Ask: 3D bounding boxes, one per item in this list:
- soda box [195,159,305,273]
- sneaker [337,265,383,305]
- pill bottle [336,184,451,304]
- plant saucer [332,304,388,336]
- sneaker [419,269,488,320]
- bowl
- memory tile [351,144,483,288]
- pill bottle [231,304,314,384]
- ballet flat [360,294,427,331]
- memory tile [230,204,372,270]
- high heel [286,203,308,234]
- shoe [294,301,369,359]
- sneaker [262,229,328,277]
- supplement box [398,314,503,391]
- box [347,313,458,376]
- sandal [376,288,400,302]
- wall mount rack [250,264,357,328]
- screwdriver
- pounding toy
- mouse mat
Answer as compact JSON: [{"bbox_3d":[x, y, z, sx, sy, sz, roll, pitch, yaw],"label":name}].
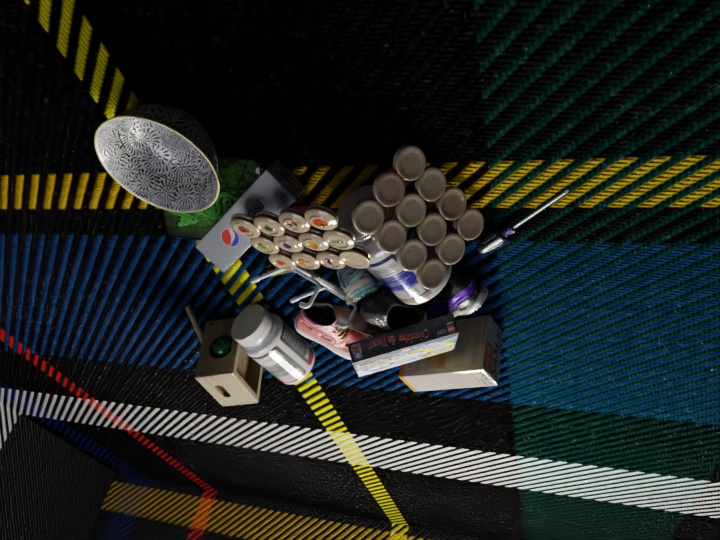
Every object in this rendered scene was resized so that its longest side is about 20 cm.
[{"bbox_3d":[-0.185,-0.089,0.980,0.068,0.064,0.200,43,116,-11],"label":"soda box"},{"bbox_3d":[0.000,0.000,1.062,0.077,0.087,0.200,-24,-179,5],"label":"sneaker"},{"bbox_3d":[0.053,-0.044,0.976,0.119,0.121,0.200,-16,135,38],"label":"pill bottle"},{"bbox_3d":[0.030,0.120,1.211,0.198,0.037,0.200,20,174,2],"label":"plant saucer"},{"bbox_3d":[0.145,0.053,1.131,0.099,0.070,0.200,36,139,-15],"label":"sneaker"},{"bbox_3d":[-0.303,-0.194,0.928,0.198,0.095,0.202,11,146,7],"label":"bowl"},{"bbox_3d":[0.091,-0.078,0.895,0.200,0.154,0.017,39,177,-27],"label":"memory tile"},{"bbox_3d":[-0.206,0.174,1.391,0.113,0.115,0.200,-10,138,32],"label":"pill bottle"},{"bbox_3d":[0.068,0.087,1.049,0.057,0.067,0.199,30,-172,35],"label":"ballet flat"},{"bbox_3d":[-0.092,-0.044,0.906,0.198,0.017,0.153,-3,148,33],"label":"memory tile"},{"bbox_3d":[-0.174,-0.100,1.036,0.198,0.068,0.096,1,155,43],"label":"high heel"},{"bbox_3d":[-0.051,0.135,1.311,0.198,0.072,0.091,24,151,-4],"label":"shoe"},{"bbox_3d":[-0.109,-0.016,1.125,0.198,0.075,0.081,-12,141,37],"label":"sneaker"},{"bbox_3d":[0.189,0.176,1.227,0.198,0.127,0.074,-12,137,35],"label":"supplement box"},{"bbox_3d":[0.080,0.142,1.093,0.197,0.038,0.137,-16,159,-1],"label":"box"},{"bbox_3d":[0.063,0.061,1.177,0.077,0.070,0.212,24,171,18],"label":"sandal"},{"bbox_3d":[-0.103,0.038,1.099,0.173,0.075,0.199,26,174,43],"label":"wall mount rack"},{"bbox_3d":[0.254,-0.073,0.930,0.028,0.029,0.200,27,149,-18],"label":"screwdriver"},{"bbox_3d":[-0.343,0.206,1.453,0.140,0.186,0.201,-8,141,12],"label":"pounding toy"},{"bbox_3d":[-0.262,-0.124,1.024,0.197,0.008,0.163,8,117,13],"label":"mouse mat"}]
